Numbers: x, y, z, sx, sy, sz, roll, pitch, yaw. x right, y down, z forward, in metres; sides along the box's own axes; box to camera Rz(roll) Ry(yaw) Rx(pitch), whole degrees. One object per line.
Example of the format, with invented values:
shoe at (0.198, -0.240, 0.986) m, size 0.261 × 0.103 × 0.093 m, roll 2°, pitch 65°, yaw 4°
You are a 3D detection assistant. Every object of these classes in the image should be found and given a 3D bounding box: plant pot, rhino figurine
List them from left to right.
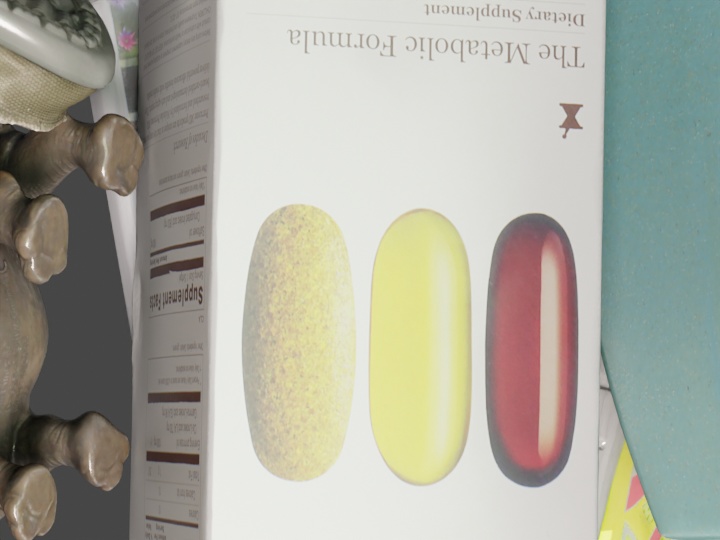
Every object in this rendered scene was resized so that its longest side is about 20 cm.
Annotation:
rhino figurine at (-0.115, 0.051, 0.845) m, size 0.060 × 0.087 × 0.201 m, roll -5°, pitch 102°, yaw -57°
plant pot at (0.144, -0.023, 0.815) m, size 0.141 × 0.141 × 0.201 m, roll 8°, pitch 81°, yaw -34°

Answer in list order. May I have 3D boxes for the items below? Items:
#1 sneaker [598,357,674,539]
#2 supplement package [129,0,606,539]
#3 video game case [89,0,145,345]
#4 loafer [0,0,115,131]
sneaker at (0.089, 0.055, 0.889) m, size 0.090 × 0.078 × 0.201 m, roll 17°, pitch 91°, yaw -22°
supplement package at (0.000, 0.000, 0.818) m, size 0.113 × 0.109 × 0.201 m, roll 1°, pitch 87°, yaw -15°
video game case at (0.016, -0.002, 0.909) m, size 0.181 × 0.023 × 0.201 m, roll -12°, pitch 101°, yaw -17°
loafer at (-0.166, -0.073, 0.812) m, size 0.199 × 0.075 × 0.070 m, roll 17°, pitch 109°, yaw -2°
